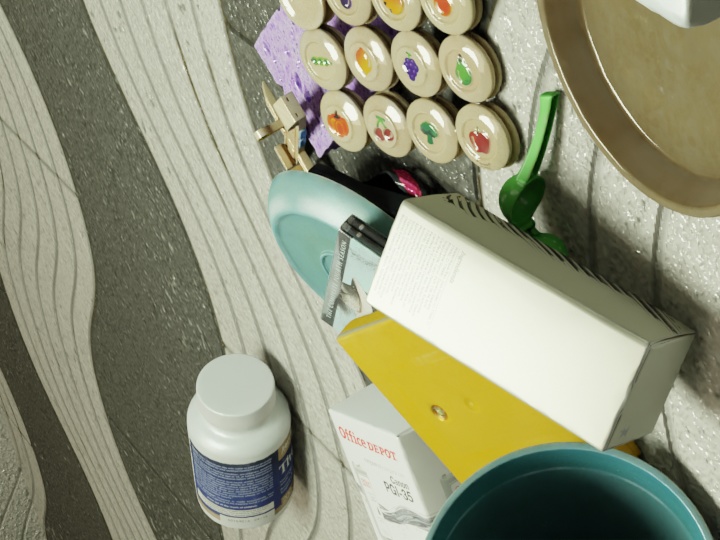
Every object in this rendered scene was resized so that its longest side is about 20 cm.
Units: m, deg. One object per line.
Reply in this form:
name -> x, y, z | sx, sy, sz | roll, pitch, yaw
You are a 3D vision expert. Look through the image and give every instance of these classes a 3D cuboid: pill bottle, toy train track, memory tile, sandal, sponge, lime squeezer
pill bottle -> -0.129, 0.181, 1.949 | 0.111, 0.111, 0.200 | 50, 156, 33
toy train track -> -0.065, -0.108, 1.493 | 0.115, 0.033, 0.200 | 60, 174, 5
memory tile -> 0.023, -0.146, 1.268 | 0.200, 0.017, 0.153 | 12, 126, 48
sandal -> 0.039, -0.044, 1.384 | 0.200, 0.045, 0.075 | 21, 152, 42
sponge -> -0.023, -0.169, 1.396 | 0.112, 0.030, 0.200 | 61, 159, 5
lime squeezer -> 0.131, -0.027, 1.206 | 0.071, 0.038, 0.200 | -4, 114, 34

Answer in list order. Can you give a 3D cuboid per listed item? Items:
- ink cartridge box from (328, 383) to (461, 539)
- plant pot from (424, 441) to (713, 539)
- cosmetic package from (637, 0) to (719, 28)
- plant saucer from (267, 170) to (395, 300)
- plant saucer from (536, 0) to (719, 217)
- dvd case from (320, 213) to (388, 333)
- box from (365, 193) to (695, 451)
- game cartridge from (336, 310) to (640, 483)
ink cartridge box -> 0.065, 0.196, 1.542 | 0.147, 0.083, 0.200 | 12, 126, 65
plant pot -> 0.149, 0.245, 1.271 | 0.200, 0.200, 0.188 | 54, 173, 25
cosmetic package -> 0.142, -0.240, 0.724 | 0.165, 0.165, 0.200 | 44, 153, 41
plant saucer -> 0.000, 0.000, 1.441 | 0.200, 0.027, 0.200 | 33, 159, 15
plant saucer -> 0.165, -0.125, 0.999 | 0.200, 0.029, 0.200 | 49, 155, 33
dvd case -> 0.061, 0.053, 1.371 | 0.200, 0.022, 0.146 | 36, 152, 12
box -> 0.106, 0.029, 1.161 | 0.200, 0.068, 0.082 | 33, 114, 28
game cartridge -> 0.090, 0.088, 1.327 | 0.176, 0.032, 0.200 | 49, 150, -11
